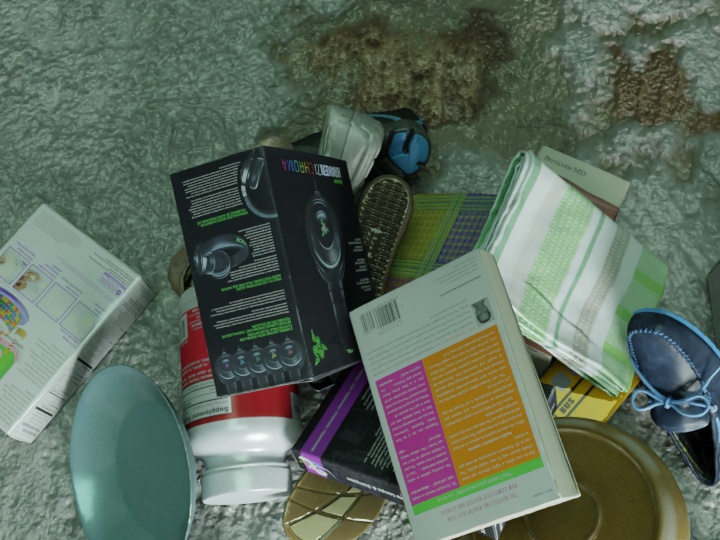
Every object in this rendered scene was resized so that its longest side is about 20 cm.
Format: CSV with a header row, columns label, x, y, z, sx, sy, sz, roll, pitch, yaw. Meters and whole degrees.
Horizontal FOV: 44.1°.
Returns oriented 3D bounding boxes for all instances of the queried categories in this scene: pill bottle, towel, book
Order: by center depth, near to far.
label,x,y,z,sx,sy,sz,roll,pitch,yaw
book,0.074,0.101,0.706,0.133,0.048,0.201,-26,67,26
towel,0.192,0.004,0.798,0.199,0.031,0.150,33,71,-20
pill bottle,-0.115,0.116,0.853,0.111,0.112,0.202,-7,70,1
towel,0.089,-0.014,0.875,0.199,0.023,0.144,5,61,50

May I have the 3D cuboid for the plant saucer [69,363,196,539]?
label,x,y,z,sx,sy,sz,roll,pitch,yaw
plant saucer,-0.204,0.187,0.829,0.200,0.039,0.203,2,93,43

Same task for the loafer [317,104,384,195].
label,x,y,z,sx,sy,sz,roll,pitch,yaw
loafer,-0.043,-0.072,0.898,0.069,0.070,0.201,25,110,-5

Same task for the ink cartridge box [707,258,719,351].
label,x,y,z,sx,sy,sz,roll,pitch,yaw
ink cartridge box,0.451,0.055,0.857,0.198,0.084,0.147,-1,70,4

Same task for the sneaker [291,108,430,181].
label,x,y,z,sx,sy,sz,roll,pitch,yaw
sneaker,-0.022,-0.121,0.961,0.198,0.074,0.082,-12,33,7

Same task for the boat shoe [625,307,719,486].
label,x,y,z,sx,sy,sz,roll,pitch,yaw
boat shoe,0.296,0.119,0.793,0.200,0.084,0.069,49,61,-22

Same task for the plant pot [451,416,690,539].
label,x,y,z,sx,sy,sz,roll,pitch,yaw
plant pot,0.169,0.207,0.742,0.199,0.028,0.201,-12,49,14

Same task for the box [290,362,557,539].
label,x,y,z,sx,sy,sz,roll,pitch,yaw
box,0.057,0.141,0.791,0.199,0.036,0.143,12,50,31

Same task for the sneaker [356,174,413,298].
label,x,y,z,sx,sy,sz,roll,pitch,yaw
sneaker,0.000,0.000,0.898,0.070,0.076,0.201,29,94,2

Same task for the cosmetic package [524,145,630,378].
label,x,y,z,sx,sy,sz,roll,pitch,yaw
cosmetic package,0.182,-0.009,0.894,0.103,0.087,0.201,23,73,12

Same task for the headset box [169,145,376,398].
label,x,y,z,sx,sy,sz,roll,pitch,yaw
headset box,-0.063,0.006,0.774,0.092,0.174,0.202,-13,87,22

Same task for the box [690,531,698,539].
label,x,y,z,sx,sy,sz,roll,pitch,yaw
box,0.218,0.308,0.768,0.200,0.104,0.182,-39,71,-10

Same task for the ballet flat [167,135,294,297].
label,x,y,z,sx,sy,sz,roll,pitch,yaw
ballet flat,-0.124,-0.042,0.901,0.200,0.068,0.067,-54,32,17

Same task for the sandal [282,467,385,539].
label,x,y,z,sx,sy,sz,roll,pitch,yaw
sandal,-0.004,0.183,0.855,0.080,0.054,0.200,38,59,-4

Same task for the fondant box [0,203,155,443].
label,x,y,z,sx,sy,sz,roll,pitch,yaw
fondant box,-0.334,0.052,0.919,0.144,0.058,0.200,35,75,14

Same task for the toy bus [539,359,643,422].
label,x,y,z,sx,sy,sz,roll,pitch,yaw
toy bus,0.209,0.125,0.857,0.078,0.065,0.200,40,77,17
